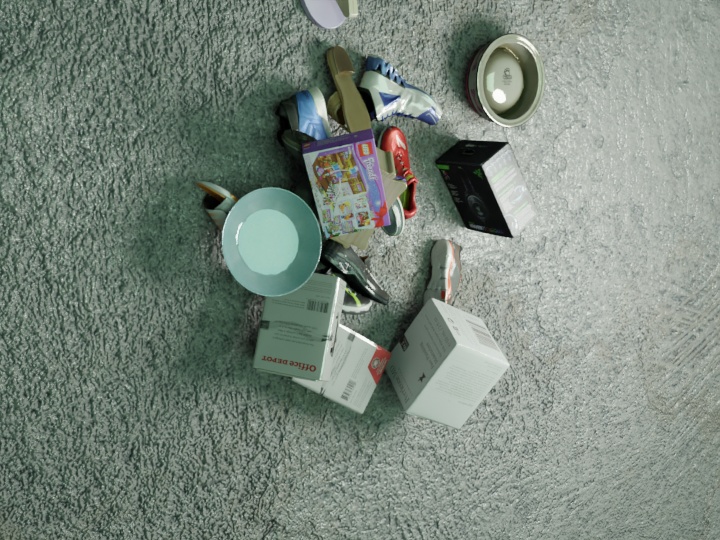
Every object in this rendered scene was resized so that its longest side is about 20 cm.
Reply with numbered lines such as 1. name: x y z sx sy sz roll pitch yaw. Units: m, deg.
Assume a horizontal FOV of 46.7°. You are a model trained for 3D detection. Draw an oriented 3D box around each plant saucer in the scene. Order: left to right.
1. plant saucer: -0.171 -0.053 1.582 0.197 0.039 0.206 1 89 -23

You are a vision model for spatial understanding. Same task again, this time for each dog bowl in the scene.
1. dog bowl: 0.320 -0.426 1.879 0.196 0.073 0.205 -6 102 -29

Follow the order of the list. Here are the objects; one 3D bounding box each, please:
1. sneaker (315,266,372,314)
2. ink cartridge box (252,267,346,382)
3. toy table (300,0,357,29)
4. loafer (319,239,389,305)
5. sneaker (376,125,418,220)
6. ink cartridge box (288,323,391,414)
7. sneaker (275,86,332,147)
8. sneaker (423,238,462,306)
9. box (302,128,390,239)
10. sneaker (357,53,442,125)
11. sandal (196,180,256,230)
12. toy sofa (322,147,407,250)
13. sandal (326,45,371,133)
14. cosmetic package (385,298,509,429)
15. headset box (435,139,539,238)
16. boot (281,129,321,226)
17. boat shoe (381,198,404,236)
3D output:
1. sneaker: -0.059 0.037 1.730 0.196 0.072 0.085 11 97 -23
2. ink cartridge box: -0.117 0.107 1.634 0.143 0.083 0.205 9 83 11
3. toy table: -0.046 -0.578 1.608 0.181 0.116 0.204 -24 110 -25
4. loafer: 0.000 0.000 1.773 0.200 0.072 0.073 42 73 -31
5. sneaker: 0.090 -0.208 1.777 0.076 0.084 0.204 -18 109 -27
6. ink cartridge box: -0.055 0.191 1.758 0.198 0.082 0.149 31 84 -30
7. sneaker: -0.108 -0.251 1.659 0.110 0.077 0.203 -24 118 -17
8. sneaker: 0.202 0.033 1.898 0.081 0.076 0.205 4 98 -38
9. box: -0.024 -0.161 1.582 0.134 0.039 0.203 -11 130 2
10. sneaker: 0.066 -0.347 1.747 0.198 0.080 0.117 32 87 -24
11. sandal: -0.240 -0.096 1.606 0.206 0.079 0.060 41 76 -32
12. toy sofa: 0.007 -0.145 1.680 0.096 0.084 0.201 21 124 -20
13. sandal: -0.039 -0.340 1.693 0.077 0.069 0.216 -11 84 -50
14. cosmetic package: 0.184 0.206 1.827 0.163 0.166 0.202 22 113 -31
15. headset box: 0.276 -0.189 1.839 0.092 0.173 0.202 -37 116 -19
16. boot: -0.121 -0.158 1.635 0.180 0.073 0.201 24 119 -29
17. boat shoe: 0.032 -0.158 1.751 0.062 0.072 0.204 -40 113 -52
